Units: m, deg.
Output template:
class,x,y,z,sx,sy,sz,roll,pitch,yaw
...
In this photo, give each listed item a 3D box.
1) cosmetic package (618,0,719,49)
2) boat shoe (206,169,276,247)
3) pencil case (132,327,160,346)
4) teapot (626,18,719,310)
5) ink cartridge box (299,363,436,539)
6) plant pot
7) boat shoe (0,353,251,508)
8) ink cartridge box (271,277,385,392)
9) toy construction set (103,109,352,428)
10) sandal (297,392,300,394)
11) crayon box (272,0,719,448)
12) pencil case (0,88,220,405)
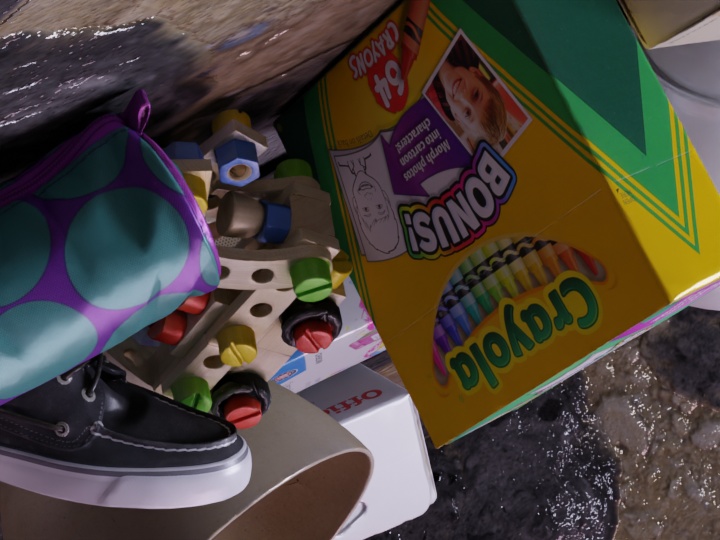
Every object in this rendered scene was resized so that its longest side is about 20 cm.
class,x,y,z,sx,sy,sz,roll,pitch,yaw
cosmetic package,0.192,-0.156,1.200,0.105,0.071,0.200,-31,171,33
boat shoe,-0.059,-0.003,1.383,0.200,0.072,0.076,-26,172,8
pencil case,-0.161,0.082,1.577,0.091,0.083,0.200,-38,179,-32
teapot,0.191,-0.084,1.400,0.197,0.200,0.146,2,131,2
ink cartridge box,-0.064,0.111,1.741,0.144,0.084,0.200,-23,-155,-23
plant pot,-0.110,0.117,1.410,0.200,0.134,0.200,-39,163,-14
boat shoe,-0.145,0.056,1.233,0.200,0.066,0.070,12,-157,7
ink cartridge box,0.000,0.000,1.550,0.200,0.085,0.145,-27,172,-4
toy construction set,-0.082,0.009,1.247,0.131,0.092,0.200,17,148,-32
sandal,-0.031,0.033,1.689,0.200,0.082,0.055,-19,161,-38
crayon box,0.060,-0.035,1.190,0.058,0.173,0.200,-21,170,-33
pencil case,-0.160,0.009,1.095,0.200,0.093,0.085,-26,-154,-9
